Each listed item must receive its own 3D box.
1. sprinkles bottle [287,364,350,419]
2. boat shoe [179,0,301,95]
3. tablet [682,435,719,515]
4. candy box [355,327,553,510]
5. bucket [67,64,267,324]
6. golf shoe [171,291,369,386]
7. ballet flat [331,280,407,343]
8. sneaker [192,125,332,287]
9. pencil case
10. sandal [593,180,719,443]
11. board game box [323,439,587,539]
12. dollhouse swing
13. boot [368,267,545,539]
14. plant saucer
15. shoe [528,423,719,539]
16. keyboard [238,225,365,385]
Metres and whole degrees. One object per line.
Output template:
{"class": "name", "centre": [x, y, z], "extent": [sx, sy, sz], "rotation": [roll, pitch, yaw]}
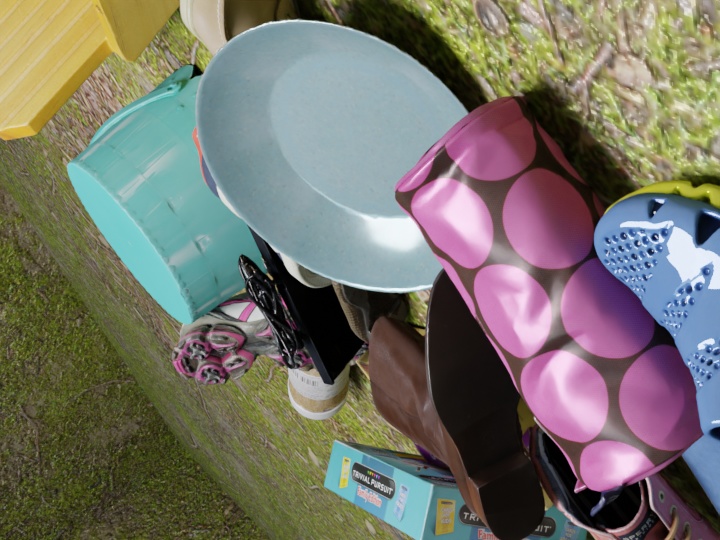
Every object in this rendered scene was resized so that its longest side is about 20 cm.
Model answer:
{"class": "sprinkles bottle", "centre": [-0.042, 0.095, 1.137], "extent": [0.068, 0.068, 0.200], "rotation": [45, 162, 15]}
{"class": "boat shoe", "centre": [-0.062, -0.147, 0.701], "extent": [0.065, 0.072, 0.200], "rotation": [40, 166, 13]}
{"class": "tablet", "centre": [0.223, 0.114, 0.606], "extent": [0.201, 0.014, 0.130], "rotation": [55, 162, -15]}
{"class": "candy box", "centre": [0.082, 0.109, 0.879], "extent": [0.117, 0.056, 0.200], "rotation": [55, 161, -16]}
{"class": "bucket", "centre": [-0.156, -0.062, 0.989], "extent": [0.207, 0.134, 0.208], "rotation": [45, 160, 20]}
{"class": "golf shoe", "centre": [-0.073, 0.044, 1.008], "extent": [0.093, 0.198, 0.073], "rotation": [-79, -22, -51]}
{"class": "ballet flat", "centre": [0.000, 0.000, 0.854], "extent": [0.046, 0.067, 0.200], "rotation": [38, 165, 24]}
{"class": "sneaker", "centre": [-0.059, -0.058, 0.832], "extent": [0.085, 0.075, 0.200], "rotation": [48, 179, 32]}
{"class": "pencil case", "centre": [0.096, 0.015, 0.563], "extent": [0.093, 0.090, 0.201], "rotation": [-35, 85, 47]}
{"class": "sandal", "centre": [0.171, 0.039, 0.464], "extent": [0.200, 0.087, 0.080], "rotation": [42, 163, 30]}
{"class": "board game box", "centre": [0.076, 0.195, 0.948], "extent": [0.150, 0.047, 0.200], "rotation": [14, 176, -23]}
{"class": "dollhouse swing", "centre": [-0.274, -0.240, 0.857], "extent": [0.200, 0.175, 0.182], "rotation": [41, 161, 30]}
{"class": "boot", "centre": [0.044, 0.056, 0.720], "extent": [0.200, 0.064, 0.188], "rotation": [-136, 33, -66]}
{"class": "plant saucer", "centre": [-0.004, -0.073, 0.672], "extent": [0.199, 0.039, 0.202], "rotation": [18, 139, 16]}
{"class": "shoe", "centre": [0.179, 0.167, 0.684], "extent": [0.200, 0.071, 0.091], "rotation": [50, -171, 17]}
{"class": "keyboard", "centre": [-0.063, -0.002, 0.896], "extent": [0.039, 0.104, 0.202], "rotation": [-10, 113, 37]}
